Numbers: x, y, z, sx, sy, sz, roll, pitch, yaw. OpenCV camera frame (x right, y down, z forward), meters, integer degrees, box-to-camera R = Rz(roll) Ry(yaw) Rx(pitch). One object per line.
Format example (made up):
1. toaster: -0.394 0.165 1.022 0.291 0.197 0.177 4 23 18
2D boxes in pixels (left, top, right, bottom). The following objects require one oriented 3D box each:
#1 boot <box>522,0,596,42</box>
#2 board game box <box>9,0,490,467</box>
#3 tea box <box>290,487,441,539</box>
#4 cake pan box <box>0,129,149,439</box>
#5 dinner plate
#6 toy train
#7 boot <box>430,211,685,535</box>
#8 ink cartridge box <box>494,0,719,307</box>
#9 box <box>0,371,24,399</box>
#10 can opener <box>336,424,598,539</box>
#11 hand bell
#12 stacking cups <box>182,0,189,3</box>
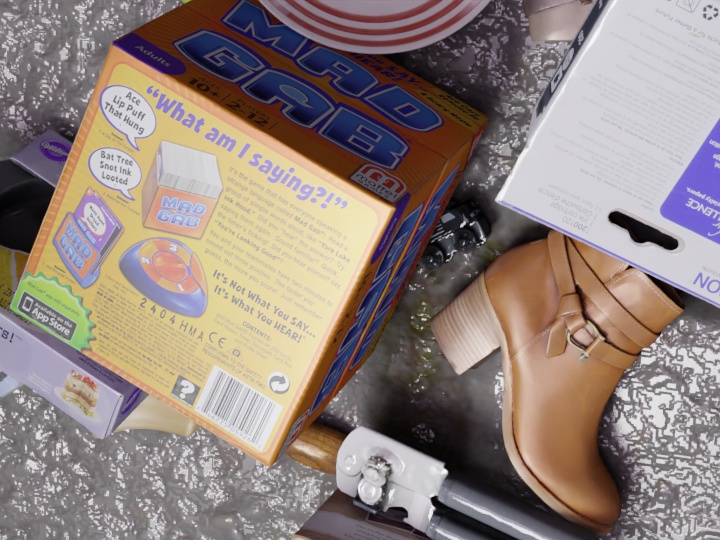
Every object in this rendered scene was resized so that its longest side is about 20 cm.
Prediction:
1. boot: 0.123 -0.220 1.310 0.199 0.070 0.147 6 96 9
2. board game box: -0.068 -0.039 1.314 0.199 0.200 0.200 31 118 8
3. tea box: 0.041 0.280 1.444 0.199 0.134 0.198 18 109 14
4. cake pan box: -0.202 0.002 1.427 0.199 0.184 0.052 34 129 11
5. dinner plate: 0.007 -0.239 1.340 0.199 0.024 0.202 1 84 -6
6. toy train: 0.000 0.000 1.439 0.199 0.034 0.046 -27 92 23
7. boot: 0.160 0.066 1.388 0.155 0.077 0.201 -35 84 20
8. ink cartridge box: 0.215 -0.088 1.299 0.197 0.043 0.201 25 121 -7
9. box: -0.328 0.016 1.524 0.137 0.040 0.201 -32 92 -6
10. can opener: 0.072 0.162 1.409 0.199 0.066 0.053 24 108 22
11. hand bell: -0.083 0.106 1.483 0.199 0.104 0.105 20 110 0
12. stacking cups: -0.089 -0.174 1.410 0.060 0.060 0.201 -28 94 23
